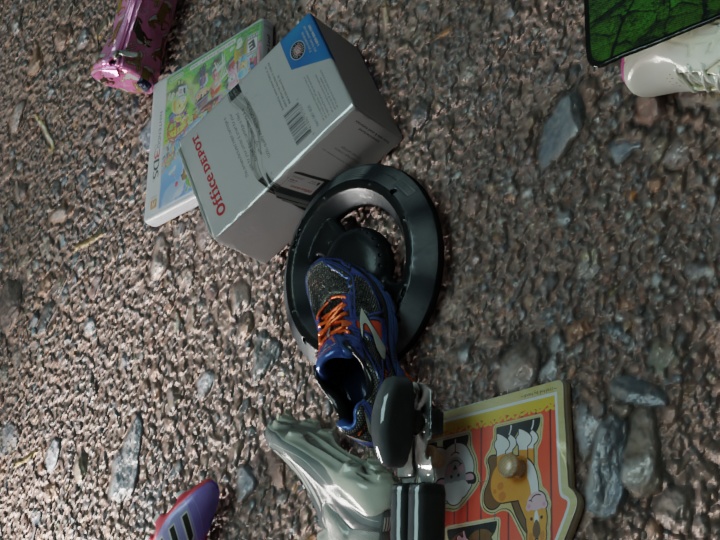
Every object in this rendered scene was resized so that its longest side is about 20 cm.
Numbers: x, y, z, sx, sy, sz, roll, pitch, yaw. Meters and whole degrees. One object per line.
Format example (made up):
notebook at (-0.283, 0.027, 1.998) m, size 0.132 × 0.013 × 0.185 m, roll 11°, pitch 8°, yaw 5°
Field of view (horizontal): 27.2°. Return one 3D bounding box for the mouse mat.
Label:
mouse mat at (0.257, -0.251, 1.144) m, size 0.198 × 0.008 × 0.163 m, roll -19°, pitch 53°, yaw 32°

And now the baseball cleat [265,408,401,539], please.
baseball cleat at (-0.035, 0.196, 1.322) m, size 0.199 × 0.069 × 0.108 m, roll 23°, pitch 107°, yaw 60°

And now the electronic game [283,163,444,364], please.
electronic game at (0.000, 0.000, 1.390) m, size 0.198 × 0.041 × 0.203 m, roll -12°, pitch 72°, yaw 42°

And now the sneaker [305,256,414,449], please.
sneaker at (-0.007, 0.067, 1.295) m, size 0.075 × 0.078 × 0.201 m, roll -44°, pitch 52°, yaw 27°

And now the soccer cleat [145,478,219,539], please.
soccer cleat at (-0.186, 0.297, 1.460) m, size 0.076 × 0.067 × 0.201 m, roll 37°, pitch 97°, yaw 17°

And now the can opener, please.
can opener at (0.036, 0.188, 1.209) m, size 0.052 × 0.066 × 0.203 m, roll -16°, pitch 74°, yaw 60°

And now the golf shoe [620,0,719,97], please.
golf shoe at (0.279, -0.164, 1.124) m, size 0.199 × 0.075 × 0.093 m, roll -21°, pitch 51°, yaw 42°

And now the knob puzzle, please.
knob puzzle at (0.094, 0.201, 1.205) m, size 0.218 × 0.030 × 0.223 m, roll -22°, pitch 58°, yaw 40°

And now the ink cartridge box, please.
ink cartridge box at (-0.074, -0.129, 1.482) m, size 0.200 × 0.084 × 0.146 m, roll -41°, pitch 49°, yaw 20°

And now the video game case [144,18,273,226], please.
video game case at (-0.171, -0.164, 1.669) m, size 0.199 × 0.022 × 0.184 m, roll -22°, pitch 58°, yaw 40°

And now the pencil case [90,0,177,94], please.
pencil case at (-0.258, -0.314, 1.785) m, size 0.086 × 0.082 × 0.203 m, roll 2°, pitch 73°, yaw 56°
